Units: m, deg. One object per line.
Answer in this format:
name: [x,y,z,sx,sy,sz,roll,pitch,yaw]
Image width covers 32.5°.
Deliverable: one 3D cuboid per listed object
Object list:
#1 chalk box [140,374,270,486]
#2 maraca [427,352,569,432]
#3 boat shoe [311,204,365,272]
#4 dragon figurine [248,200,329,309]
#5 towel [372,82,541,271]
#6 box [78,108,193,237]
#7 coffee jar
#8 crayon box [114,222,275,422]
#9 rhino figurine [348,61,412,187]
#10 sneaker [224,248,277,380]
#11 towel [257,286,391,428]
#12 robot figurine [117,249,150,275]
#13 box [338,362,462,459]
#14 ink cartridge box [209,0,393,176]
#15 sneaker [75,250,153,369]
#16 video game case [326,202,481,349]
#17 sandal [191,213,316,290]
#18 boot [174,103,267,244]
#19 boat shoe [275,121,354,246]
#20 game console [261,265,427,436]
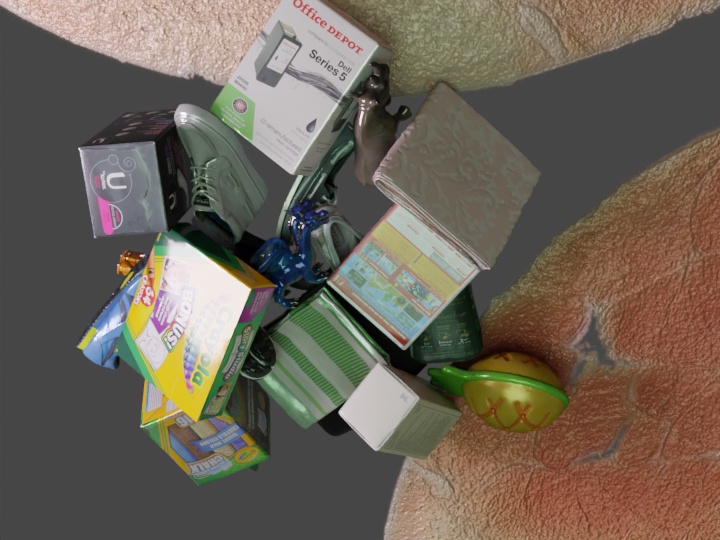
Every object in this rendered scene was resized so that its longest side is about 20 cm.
chalk box: [-0.207,0.214,1.768,0.123,0.125,0.201,-22,129,14]
maraca: [0.191,0.165,1.715,0.198,0.137,0.108,10,66,12]
boat shoe: [0.001,-0.002,1.688,0.074,0.065,0.203,-37,116,-7]
dragon figurine: [-0.110,-0.004,1.625,0.200,0.059,0.100,-39,117,6]
towel: [0.128,-0.121,1.591,0.191,0.201,0.032,40,142,-9]
box: [-0.283,-0.133,1.630,0.105,0.200,0.123,-3,109,9]
coffee jar: [0.107,0.021,1.690,0.103,0.085,0.202,-5,108,8]
crayon box: [-0.220,0.065,1.621,0.172,0.058,0.201,34,111,30]
rhino figurine: [0.023,-0.187,1.590,0.059,0.088,0.201,25,146,24]
sneaker: [-0.177,0.062,1.691,0.073,0.079,0.202,-21,77,-12]
towel: [-0.066,0.125,1.709,0.153,0.023,0.200,46,126,-9]
robot figurine: [-0.251,0.044,1.764,0.198,0.058,0.146,13,112,4]
box: [0.058,0.195,1.686,0.078,0.200,0.095,41,94,24]
ink cartridge box: [-0.075,-0.245,1.591,0.145,0.084,0.201,37,102,11]
sneaker: [-0.313,0.056,1.717,0.078,0.066,0.200,36,113,-12]
video game case: [0.071,-0.011,1.629,0.143,0.017,0.200,41,107,-7]
sandal: [-0.153,-0.016,1.715,0.199,0.048,0.075,28,154,8]
boot: [-0.194,-0.121,1.622,0.073,0.096,0.200,3,146,36]
boat shoe: [-0.057,-0.113,1.675,0.061,0.073,0.201,25,106,2]
game console: [-0.033,0.115,1.781,0.200,0.117,0.176,48,139,-9]
